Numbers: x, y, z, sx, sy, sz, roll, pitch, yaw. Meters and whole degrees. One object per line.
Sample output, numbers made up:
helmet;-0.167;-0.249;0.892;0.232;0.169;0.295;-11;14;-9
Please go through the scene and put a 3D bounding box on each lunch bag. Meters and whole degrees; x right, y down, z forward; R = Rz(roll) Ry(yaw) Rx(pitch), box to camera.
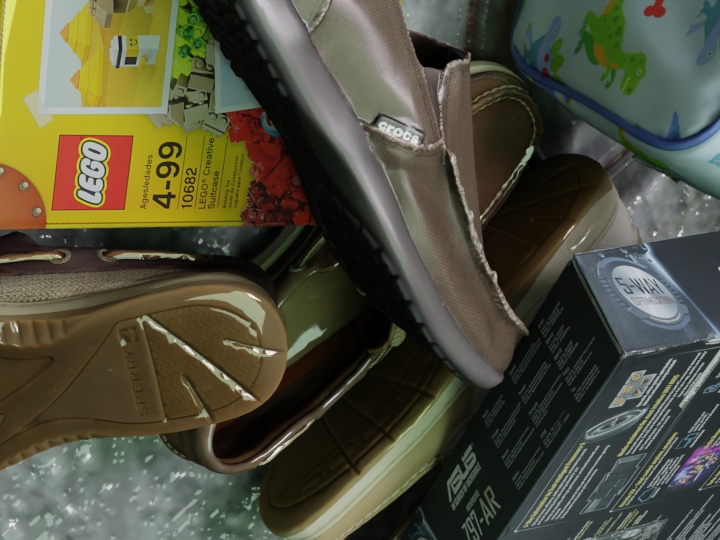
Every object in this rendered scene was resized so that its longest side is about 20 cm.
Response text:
lunch bag;0.154;-0.128;0.729;0.082;0.161;0.201;25;97;-34

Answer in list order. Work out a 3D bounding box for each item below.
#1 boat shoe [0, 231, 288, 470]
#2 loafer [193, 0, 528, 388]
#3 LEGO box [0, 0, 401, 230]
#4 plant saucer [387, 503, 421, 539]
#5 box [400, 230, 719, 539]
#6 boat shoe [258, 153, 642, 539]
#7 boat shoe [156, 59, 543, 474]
boat shoe;-0.126;0.024;0.700;0.198;0.072;0.073;-9;116;-1
loafer;0.015;-0.044;0.648;0.071;0.073;0.201;-36;124;-10
LEGO box;-0.062;-0.122;0.665;0.148;0.077;0.202;-2;112;-28
plant saucer;0.068;0.161;0.884;0.198;0.035;0.202;-11;116;-25
box;0.119;0.060;0.760;0.159;0.044;0.201;-9;147;-26
boat shoe;0.045;0.046;0.799;0.200;0.074;0.069;-46;121;-3
boat shoe;0.003;0.004;0.757;0.202;0.075;0.075;-45;125;-4
